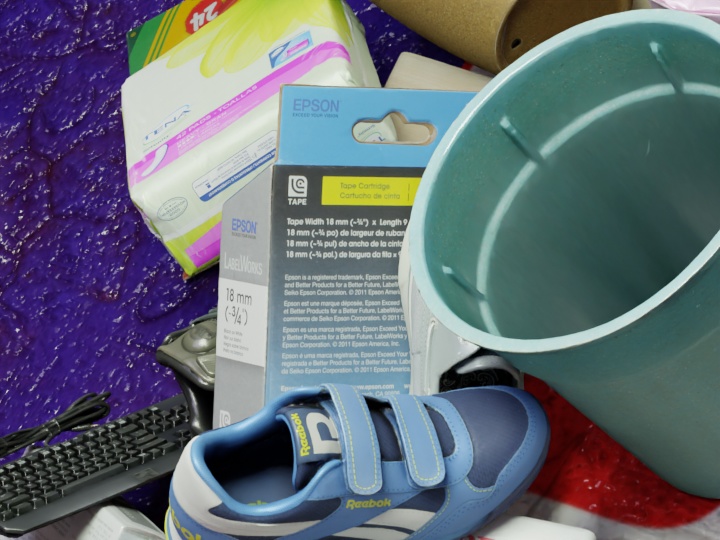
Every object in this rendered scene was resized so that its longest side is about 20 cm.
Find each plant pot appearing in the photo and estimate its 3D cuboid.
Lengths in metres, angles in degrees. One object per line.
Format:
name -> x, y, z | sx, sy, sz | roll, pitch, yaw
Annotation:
plant pot -> 0.160, 0.006, 1.504 | 0.200, 0.196, 0.201 | -22, 45, 24
plant pot -> 0.072, -0.205, 1.737 | 0.186, 0.186, 0.200 | -40, 52, 4

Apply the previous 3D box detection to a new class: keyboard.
keyboard -> -0.164, 0.104, 1.722 | 0.127, 0.021, 0.200 | 13, 24, 43

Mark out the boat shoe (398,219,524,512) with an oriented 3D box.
boat shoe -> 0.062, 0.047, 1.567 | 0.071, 0.070, 0.202 | -171, 85, -64

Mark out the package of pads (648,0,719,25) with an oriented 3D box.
package of pads -> 0.229, -0.126, 1.559 | 0.076, 0.200, 0.121 | 22, 71, 38

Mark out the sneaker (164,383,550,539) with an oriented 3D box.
sneaker -> 0.000, 0.095, 1.461 | 0.199, 0.082, 0.074 | -16, 54, -9

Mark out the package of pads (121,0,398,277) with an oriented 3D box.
package of pads -> -0.066, -0.091, 1.753 | 0.154, 0.068, 0.200 | -33, 24, 9

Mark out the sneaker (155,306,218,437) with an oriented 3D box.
sneaker -> -0.045, 0.021, 1.683 | 0.076, 0.114, 0.200 | 7, 76, 48

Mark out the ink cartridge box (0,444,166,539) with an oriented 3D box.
ink cartridge box -> -0.190, 0.217, 1.711 | 0.162, 0.050, 0.201 | 29, 95, 61

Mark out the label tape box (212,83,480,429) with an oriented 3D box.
label tape box -> 0.000, 0.000, 1.608 | 0.063, 0.144, 0.201 | 10, 98, 60

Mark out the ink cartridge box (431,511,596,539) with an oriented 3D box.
ink cartridge box -> 0.028, 0.218, 1.478 | 0.145, 0.088, 0.200 | 12, 58, 12

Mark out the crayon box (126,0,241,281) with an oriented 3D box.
crayon box -> -0.080, -0.102, 1.896 | 0.127, 0.051, 0.200 | -27, 44, 17

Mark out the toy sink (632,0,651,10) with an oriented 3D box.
toy sink -> 0.202, -0.262, 1.760 | 0.200, 0.112, 0.131 | -31, 42, 14

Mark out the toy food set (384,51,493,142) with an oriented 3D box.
toy food set -> 0.062, -0.038, 1.735 | 0.200, 0.060, 0.144 | 21, 83, 47
